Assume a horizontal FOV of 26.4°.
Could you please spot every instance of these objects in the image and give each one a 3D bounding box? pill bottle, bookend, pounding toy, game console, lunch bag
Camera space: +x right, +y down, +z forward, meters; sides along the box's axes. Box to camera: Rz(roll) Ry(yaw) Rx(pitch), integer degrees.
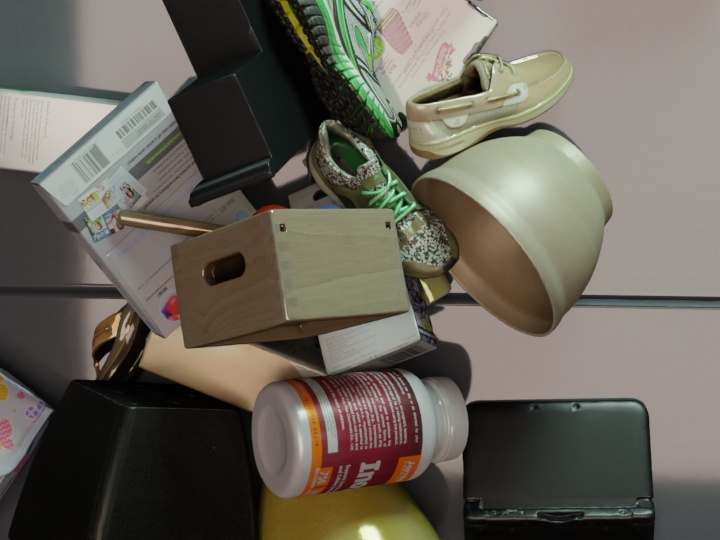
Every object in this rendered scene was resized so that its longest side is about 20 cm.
[{"bbox_3d":[0.002,0.156,1.509,0.198,0.113,0.114,-5,99,-28],"label":"pill bottle"},{"bbox_3d":[-0.131,-0.194,1.467,0.091,0.200,0.200,-18,106,22],"label":"bookend"},{"bbox_3d":[-0.095,-0.008,1.453,0.199,0.183,0.144,-16,81,45],"label":"pounding toy"},{"bbox_3d":[0.210,0.243,1.638,0.198,0.117,0.177,-1,128,6],"label":"game console"},{"bbox_3d":[-0.446,0.184,1.636,0.169,0.127,0.201,35,93,-3],"label":"lunch bag"}]

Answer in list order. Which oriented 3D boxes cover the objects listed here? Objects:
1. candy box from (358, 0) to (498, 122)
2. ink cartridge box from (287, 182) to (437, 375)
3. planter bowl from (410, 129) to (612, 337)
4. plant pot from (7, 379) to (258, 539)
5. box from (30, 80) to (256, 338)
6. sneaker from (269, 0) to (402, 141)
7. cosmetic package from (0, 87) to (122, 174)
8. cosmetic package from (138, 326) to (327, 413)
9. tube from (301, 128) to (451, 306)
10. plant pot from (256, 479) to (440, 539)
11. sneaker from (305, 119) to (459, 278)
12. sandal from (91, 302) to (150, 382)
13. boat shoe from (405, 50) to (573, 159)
[{"bbox_3d":[0.023,-0.254,1.560,0.199,0.061,0.137,36,101,0],"label":"candy box"},{"bbox_3d":[0.000,0.000,1.556,0.108,0.050,0.202,-22,68,21],"label":"ink cartridge box"},{"bbox_3d":[0.165,-0.054,1.524,0.135,0.200,0.201,-41,93,-16],"label":"planter bowl"},{"bbox_3d":[-0.221,0.211,1.552,0.198,0.199,0.179,5,95,-35],"label":"plant pot"},{"bbox_3d":[-0.202,-0.060,1.511,0.156,0.041,0.201,-44,112,-15],"label":"box"},{"bbox_3d":[-0.007,-0.217,1.500,0.085,0.078,0.201,-35,109,-22],"label":"sneaker"},{"bbox_3d":[-0.294,-0.138,1.582,0.198,0.108,0.086,6,96,2],"label":"cosmetic package"},{"bbox_3d":[-0.121,0.097,1.603,0.198,0.105,0.072,22,98,3],"label":"cosmetic package"},{"bbox_3d":[0.021,-0.051,1.598,0.058,0.052,0.201,-31,90,-30],"label":"tube"},{"bbox_3d":[-0.030,0.261,1.591,0.199,0.200,0.143,-25,71,8],"label":"plant pot"},{"bbox_3d":[0.016,-0.072,1.487,0.077,0.089,0.200,-43,72,-8],"label":"sneaker"},{"bbox_3d":[-0.252,0.064,1.627,0.054,0.080,0.202,26,98,16],"label":"sandal"},{"bbox_3d":[0.129,-0.180,1.518,0.199,0.072,0.065,-28,124,-22],"label":"boat shoe"}]
